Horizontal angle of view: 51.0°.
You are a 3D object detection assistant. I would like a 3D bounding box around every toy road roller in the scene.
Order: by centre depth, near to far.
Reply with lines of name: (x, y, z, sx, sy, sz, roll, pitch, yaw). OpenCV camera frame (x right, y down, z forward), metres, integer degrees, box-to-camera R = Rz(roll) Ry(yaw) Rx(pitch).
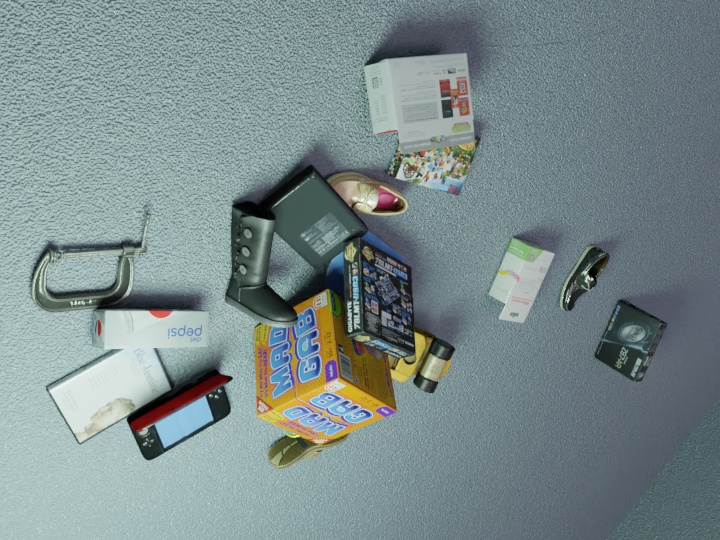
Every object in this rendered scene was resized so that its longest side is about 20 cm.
toy road roller: (0.119, 0.191, 1.789, 0.198, 0.146, 0.124, 24, 100, -6)

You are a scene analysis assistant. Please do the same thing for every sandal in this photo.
sandal: (-0.121, 0.400, 1.728, 0.199, 0.080, 0.054, -23, 142, -25)

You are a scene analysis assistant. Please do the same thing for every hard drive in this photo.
hard drive: (-0.092, -0.099, 1.472, 0.139, 0.033, 0.200, -36, 135, 10)

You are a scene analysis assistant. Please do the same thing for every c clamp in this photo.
c clamp: (-0.453, -0.009, 1.272, 0.198, 0.027, 0.172, -12, 126, -35)

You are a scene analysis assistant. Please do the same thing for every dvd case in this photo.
dvd case: (-0.457, 0.219, 1.395, 0.199, 0.018, 0.144, -30, 128, -23)

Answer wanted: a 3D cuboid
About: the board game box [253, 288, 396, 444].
board game box: (-0.073, 0.198, 1.511, 0.199, 0.202, 0.199, -28, 139, 24)

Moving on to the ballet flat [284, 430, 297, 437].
ballet flat: (-0.087, 0.309, 1.714, 0.200, 0.067, 0.067, -44, 154, -13)

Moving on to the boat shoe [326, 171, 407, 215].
boat shoe: (0.016, -0.152, 1.530, 0.198, 0.069, 0.074, 2, 113, -38)

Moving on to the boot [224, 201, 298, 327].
boot: (-0.176, -0.011, 1.400, 0.066, 0.163, 0.202, -28, 134, -60)

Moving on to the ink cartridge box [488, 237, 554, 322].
ink cartridge box: (0.406, 0.027, 1.941, 0.116, 0.067, 0.202, 11, 105, -42)

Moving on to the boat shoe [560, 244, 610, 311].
boat shoe: (0.627, 0.029, 2.121, 0.071, 0.067, 0.201, 20, 102, -45)

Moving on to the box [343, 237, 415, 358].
box: (0.041, 0.059, 1.532, 0.199, 0.049, 0.201, 27, 52, -50)

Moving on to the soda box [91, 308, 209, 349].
soda box: (-0.374, 0.104, 1.353, 0.198, 0.063, 0.069, 4, 88, -39)

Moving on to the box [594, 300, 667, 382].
box: (0.827, 0.216, 2.317, 0.043, 0.160, 0.202, 5, 111, -39)

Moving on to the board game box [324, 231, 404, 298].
board game box: (0.000, 0.000, 1.625, 0.158, 0.039, 0.200, -52, 133, 3)

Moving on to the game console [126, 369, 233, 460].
game console: (-0.335, 0.289, 1.462, 0.199, 0.118, 0.174, -27, 128, -23)

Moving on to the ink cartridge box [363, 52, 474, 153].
ink cartridge box: (0.119, -0.323, 1.471, 0.198, 0.084, 0.178, -13, 100, -32)

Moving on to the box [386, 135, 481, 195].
box: (0.158, -0.247, 1.613, 0.199, 0.038, 0.138, 8, 108, -41)
